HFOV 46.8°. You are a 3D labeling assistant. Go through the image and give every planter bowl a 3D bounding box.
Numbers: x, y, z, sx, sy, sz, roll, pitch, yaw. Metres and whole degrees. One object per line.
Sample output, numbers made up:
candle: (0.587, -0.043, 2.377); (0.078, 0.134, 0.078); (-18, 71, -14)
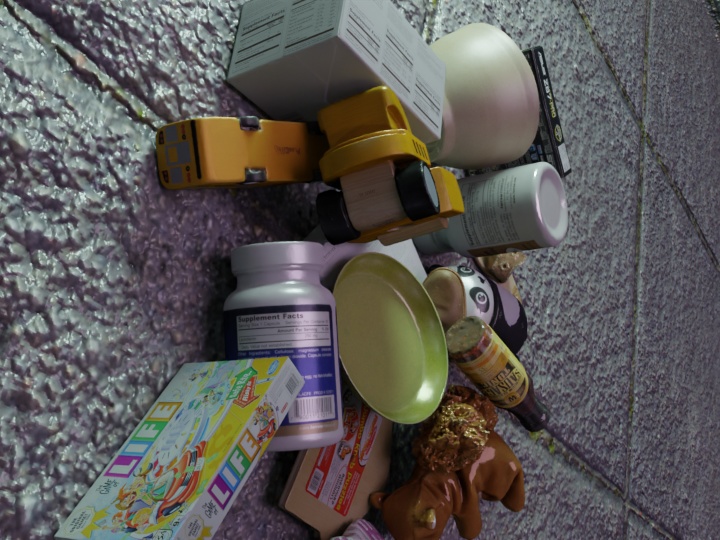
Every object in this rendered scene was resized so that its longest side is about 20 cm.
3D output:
planter bowl: (0.127, -0.225, 1.147); (0.135, 0.200, 0.201); (-23, 104, -27)

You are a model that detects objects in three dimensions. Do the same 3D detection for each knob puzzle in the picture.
knob puzzle: (-0.019, 0.214, 0.965); (0.220, 0.030, 0.220); (-20, 114, -56)

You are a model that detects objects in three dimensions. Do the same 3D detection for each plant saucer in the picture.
plant saucer: (0.027, 0.078, 0.948); (0.200, 0.031, 0.200); (27, 53, -41)

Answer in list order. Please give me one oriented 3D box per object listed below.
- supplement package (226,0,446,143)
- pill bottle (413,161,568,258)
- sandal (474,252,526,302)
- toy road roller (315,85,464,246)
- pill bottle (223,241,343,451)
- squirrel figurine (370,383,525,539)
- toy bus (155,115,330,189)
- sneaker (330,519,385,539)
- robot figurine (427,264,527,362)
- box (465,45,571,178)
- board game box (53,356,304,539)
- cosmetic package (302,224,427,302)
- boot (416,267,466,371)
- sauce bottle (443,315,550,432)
supplement package: (-0.021, -0.224, 0.939); (0.200, 0.156, 0.111); (36, 53, -46)
pill bottle: (0.174, -0.077, 1.152); (0.114, 0.200, 0.115); (15, 71, -53)
sandal: (0.241, -0.008, 1.348); (0.078, 0.070, 0.212); (-53, 126, -45)
toy road roller: (0.025, -0.110, 0.899); (0.200, 0.123, 0.146); (5, 69, -72)
pill bottle: (-0.079, 0.075, 0.837); (0.116, 0.116, 0.200); (6, 79, -54)
squirrel figurine: (0.098, 0.246, 1.028); (0.186, 0.141, 0.200); (-21, 119, -42)
toy bus: (-0.109, -0.119, 0.862); (0.200, 0.078, 0.065); (-10, 93, -55)
sneaker: (-0.015, 0.337, 0.921); (0.080, 0.088, 0.200); (45, 5, 20)
robot figurine: (0.159, 0.067, 1.167); (0.200, 0.150, 0.125); (30, 73, -49)
box: (0.224, -0.227, 1.287); (0.049, 0.161, 0.200); (-34, 110, -53)
board game box: (-0.148, 0.158, 0.706); (0.034, 0.134, 0.200); (60, 40, -28)
cosmetic package: (0.000, 0.000, 1.020); (0.200, 0.052, 0.151); (-49, 125, -48)
boot: (0.084, 0.091, 1.045); (0.075, 0.073, 0.200); (28, 78, -73)
sauce bottle: (0.182, 0.138, 1.063); (0.200, 0.066, 0.066); (45, 49, -32)
